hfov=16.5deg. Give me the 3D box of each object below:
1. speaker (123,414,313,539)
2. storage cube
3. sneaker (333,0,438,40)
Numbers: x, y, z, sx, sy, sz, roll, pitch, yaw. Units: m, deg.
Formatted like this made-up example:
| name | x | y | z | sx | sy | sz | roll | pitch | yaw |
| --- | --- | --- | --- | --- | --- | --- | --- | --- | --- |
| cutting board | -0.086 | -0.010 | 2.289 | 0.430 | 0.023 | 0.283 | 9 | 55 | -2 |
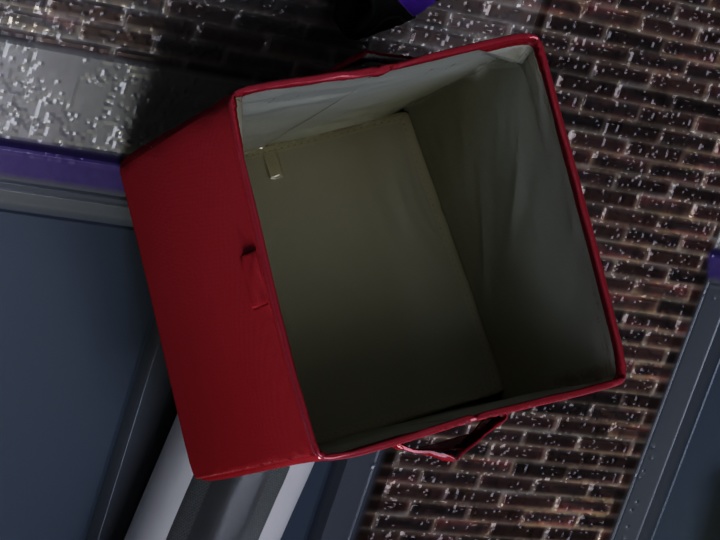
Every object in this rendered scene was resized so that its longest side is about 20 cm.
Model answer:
| name | x | y | z | sx | sy | sz | roll | pitch | yaw |
| --- | --- | --- | --- | --- | --- | --- | --- | --- | --- |
| speaker | -0.089 | 0.153 | 1.363 | 0.081 | 0.081 | 0.200 | 15 | 106 | -34 |
| storage cube | 0.000 | 0.000 | 1.235 | 0.170 | 0.180 | 0.201 | -13 | 88 | -24 |
| sneaker | -0.021 | -0.192 | 1.234 | 0.099 | 0.070 | 0.200 | -38 | 126 | -4 |
